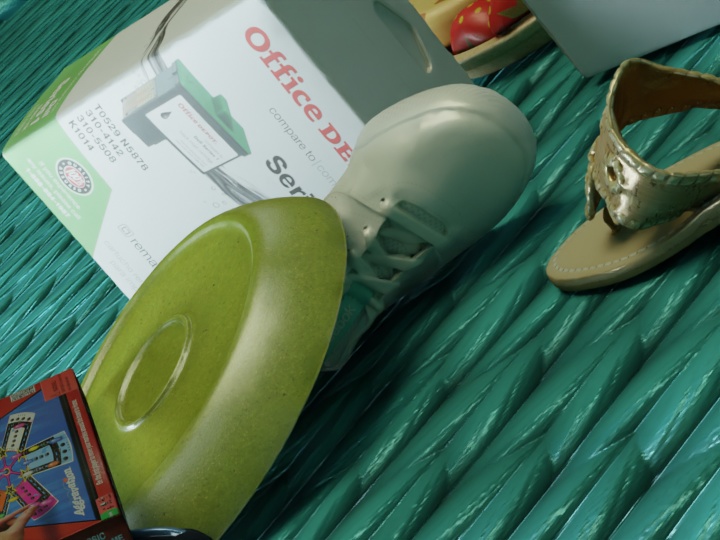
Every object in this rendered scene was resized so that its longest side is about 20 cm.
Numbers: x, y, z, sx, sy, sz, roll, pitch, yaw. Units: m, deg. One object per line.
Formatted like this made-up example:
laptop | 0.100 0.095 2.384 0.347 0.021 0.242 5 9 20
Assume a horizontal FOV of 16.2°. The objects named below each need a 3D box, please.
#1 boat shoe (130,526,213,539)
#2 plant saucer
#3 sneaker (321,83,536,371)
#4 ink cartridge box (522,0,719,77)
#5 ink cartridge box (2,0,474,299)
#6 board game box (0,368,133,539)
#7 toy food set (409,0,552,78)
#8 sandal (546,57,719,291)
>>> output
boat shoe | -0.132 0.145 1.005 0.199 0.084 0.069 -7 24 35
plant saucer | -0.078 0.049 1.079 0.200 0.031 0.200 -46 25 28
sneaker | 0.000 0.000 1.104 0.200 0.075 0.089 -39 22 36
ink cartridge box | 0.152 -0.216 1.183 0.145 0.145 0.200 -20 24 50
ink cartridge box | -0.055 -0.066 1.251 0.200 0.146 0.084 -28 20 40
board game box | -0.150 0.093 1.017 0.103 0.020 0.200 -25 17 -5
toy food set | 0.103 -0.177 1.377 0.198 0.049 0.200 -42 15 -7
sandal | 0.124 -0.053 0.930 0.078 0.070 0.211 -49 17 -30
